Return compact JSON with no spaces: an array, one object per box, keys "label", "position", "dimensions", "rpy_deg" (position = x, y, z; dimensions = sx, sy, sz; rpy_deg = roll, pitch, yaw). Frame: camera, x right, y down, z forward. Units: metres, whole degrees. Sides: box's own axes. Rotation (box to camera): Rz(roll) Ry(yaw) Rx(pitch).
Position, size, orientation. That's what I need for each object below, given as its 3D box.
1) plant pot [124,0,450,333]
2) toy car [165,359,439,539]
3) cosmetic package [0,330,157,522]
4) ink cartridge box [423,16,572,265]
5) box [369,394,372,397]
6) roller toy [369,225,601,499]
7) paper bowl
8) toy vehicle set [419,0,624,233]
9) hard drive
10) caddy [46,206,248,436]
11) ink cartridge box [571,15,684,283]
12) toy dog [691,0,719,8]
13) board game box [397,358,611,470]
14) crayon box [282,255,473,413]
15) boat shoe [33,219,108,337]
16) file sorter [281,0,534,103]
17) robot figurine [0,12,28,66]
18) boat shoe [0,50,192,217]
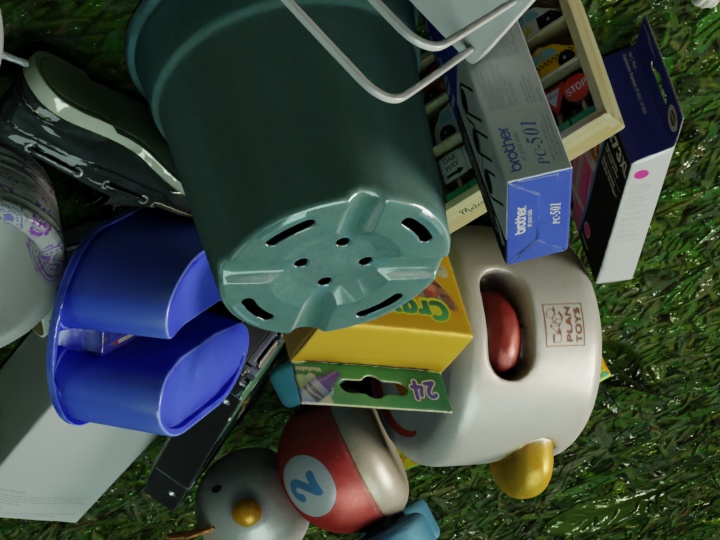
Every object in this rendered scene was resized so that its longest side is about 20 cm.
[{"label":"plant pot","position":[-0.037,-0.079,1.353],"dimensions":[0.200,0.196,0.200],"rpy_deg":[-10,147,-7]},{"label":"toy car","position":[-0.065,0.178,1.685],"dimensions":[0.200,0.185,0.177],"rpy_deg":[-27,179,2]},{"label":"cosmetic package","position":[-0.235,0.118,1.685],"dimensions":[0.113,0.081,0.200],"rpy_deg":[10,139,-36]},{"label":"ink cartridge box","position":[0.084,-0.113,1.345],"dimensions":[0.044,0.200,0.094],"rpy_deg":[-13,148,-5]},{"label":"box","position":[0.042,0.117,1.801],"dimensions":[0.200,0.049,0.082],"rpy_deg":[-26,177,16]},{"label":"roller toy","position":[0.099,0.058,1.632],"dimensions":[0.140,0.200,0.183],"rpy_deg":[-1,124,-23]},{"label":"paper bowl","position":[-0.300,-0.026,1.408],"dimensions":[0.200,0.104,0.201],"rpy_deg":[-11,148,-7]},{"label":"toy vehicle set","position":[0.074,-0.101,1.433],"dimensions":[0.200,0.124,0.026],"rpy_deg":[-32,145,24]},{"label":"hard drive","position":[-0.098,0.086,1.653],"dimensions":[0.038,0.140,0.200],"rpy_deg":[35,138,1]},{"label":"caddy","position":[-0.150,0.032,1.456],"dimensions":[0.105,0.200,0.142],"rpy_deg":[12,107,16]},{"label":"ink cartridge box","position":[0.189,-0.084,1.536],"dimensions":[0.037,0.095,0.200],"rpy_deg":[-7,147,-12]},{"label":"toy dog","position":[0.163,-0.257,1.236],"dimensions":[0.096,0.132,0.200],"rpy_deg":[1,117,-13]},{"label":"board game box","position":[0.115,0.126,1.829],"dimensions":[0.095,0.030,0.200],"rpy_deg":[-22,173,-46]},{"label":"crayon box","position":[0.000,0.000,1.486],"dimensions":[0.126,0.200,0.052],"rpy_deg":[6,142,-31]},{"label":"boat shoe","position":[-0.223,0.022,1.531],"dimensions":[0.202,0.086,0.075],"rpy_deg":[-9,149,-15]},{"label":"file sorter","position":[0.050,-0.211,1.196],"dimensions":[0.200,0.139,0.125],"rpy_deg":[-46,175,40]},{"label":"robot figurine","position":[-0.295,-0.134,1.232],"dimensions":[0.200,0.113,0.170],"rpy_deg":[-8,149,-11]},{"label":"boat shoe","position":[-0.169,-0.075,1.405],"dimensions":[0.066,0.075,0.199],"rpy_deg":[-38,147,17]}]
